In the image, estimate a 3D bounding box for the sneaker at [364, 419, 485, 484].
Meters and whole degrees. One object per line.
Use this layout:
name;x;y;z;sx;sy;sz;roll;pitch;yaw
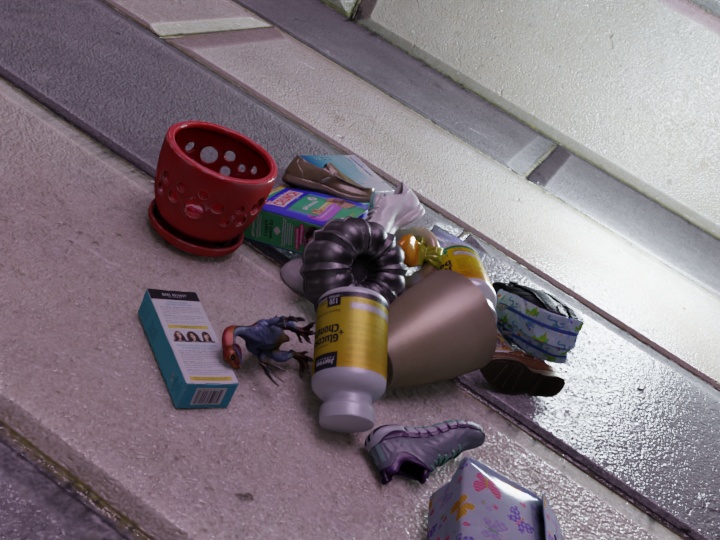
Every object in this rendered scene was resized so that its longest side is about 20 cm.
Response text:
sneaker;0.104;0.277;1.212;0.199;0.075;0.088;1;47;-24

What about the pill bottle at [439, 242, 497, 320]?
pill bottle;0.201;0.042;1.595;0.113;0.113;0.200;18;29;-18

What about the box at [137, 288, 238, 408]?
box;-0.251;0.109;1.178;0.082;0.049;0.200;7;34;-37

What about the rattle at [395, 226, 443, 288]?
rattle;0.054;-0.046;1.618;0.143;0.131;0.200;-1;29;-42

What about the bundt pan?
bundt pan;0.000;0.000;1.436;0.201;0.203;0.076;11;-10;-29

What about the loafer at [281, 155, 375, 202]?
loafer;-0.057;-0.184;1.667;0.199;0.068;0.076;14;3;-11

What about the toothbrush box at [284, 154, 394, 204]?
toothbrush box;-0.046;-0.185;1.832;0.146;0.085;0.200;43;32;25

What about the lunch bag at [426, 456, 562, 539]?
lunch bag;0.194;0.366;1.071;0.200;0.127;0.170;32;29;-8

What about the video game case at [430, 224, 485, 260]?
video game case;0.209;-0.034;1.884;0.143;0.019;0.200;31;26;4

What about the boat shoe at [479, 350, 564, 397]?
boat shoe;0.290;0.188;1.533;0.200;0.072;0.068;22;22;-33

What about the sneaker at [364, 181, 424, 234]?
sneaker;0.035;-0.103;1.564;0.200;0.075;0.089;-37;103;-39

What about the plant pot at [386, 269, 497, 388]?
plant pot;0.094;0.117;1.371;0.200;0.188;0.187;-22;54;-38

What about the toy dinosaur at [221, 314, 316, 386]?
toy dinosaur;-0.149;0.112;1.224;0.181;0.105;0.200;16;-6;-40

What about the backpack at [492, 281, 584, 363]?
backpack;0.361;0.104;1.650;0.163;0.154;0.200;20;-8;-22

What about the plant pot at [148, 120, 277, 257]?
plant pot;-0.269;-0.136;1.438;0.200;0.183;0.201;22;27;-12

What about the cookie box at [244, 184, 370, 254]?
cookie box;-0.101;-0.094;1.578;0.199;0.075;0.171;15;24;18

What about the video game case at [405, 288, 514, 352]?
video game case;0.187;0.106;1.620;0.200;0.023;0.182;7;34;-37

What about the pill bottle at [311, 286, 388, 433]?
pill bottle;-0.016;0.134;1.225;0.112;0.112;0.201;16;58;-22

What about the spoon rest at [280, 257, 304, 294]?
spoon rest;-0.058;0.005;1.544;0.200;0.061;0.099;-12;44;-33
